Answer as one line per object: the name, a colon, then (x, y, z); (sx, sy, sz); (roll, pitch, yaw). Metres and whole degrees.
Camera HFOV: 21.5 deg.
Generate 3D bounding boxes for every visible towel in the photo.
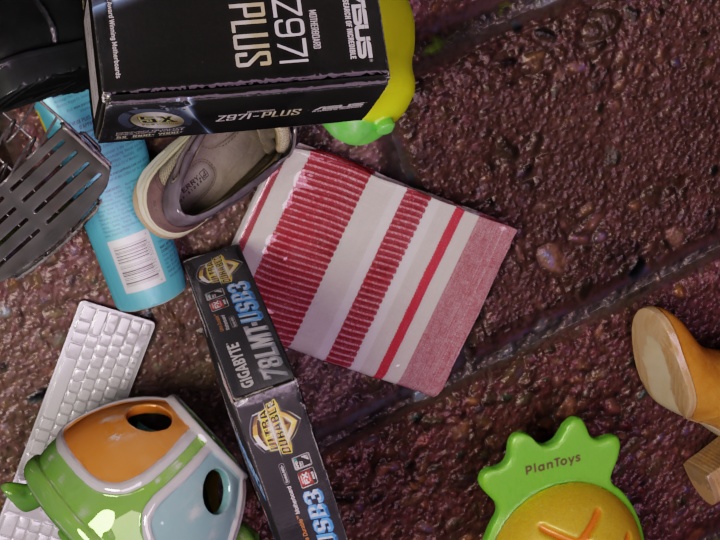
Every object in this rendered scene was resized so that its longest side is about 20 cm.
towel: (0.000, 0.000, 1.370); (0.200, 0.023, 0.144); (20, 102, -25)

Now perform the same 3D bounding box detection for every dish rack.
dish rack: (-0.263, -0.074, 1.180); (0.153, 0.055, 0.200); (-38, 110, 27)

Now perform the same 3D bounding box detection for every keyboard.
keyboard: (-0.205, 0.119, 1.335); (0.056, 0.011, 0.200); (17, 101, -26)

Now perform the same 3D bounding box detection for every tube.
tube: (-0.169, -0.072, 1.264); (0.077, 0.050, 0.200); (-29, 114, -32)

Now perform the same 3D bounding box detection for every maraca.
maraca: (0.152, 0.206, 1.452); (0.137, 0.107, 0.200); (-15, 113, -16)

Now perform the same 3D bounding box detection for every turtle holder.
turtle holder: (-0.137, 0.169, 1.293); (0.132, 0.141, 0.186); (-43, 108, -5)

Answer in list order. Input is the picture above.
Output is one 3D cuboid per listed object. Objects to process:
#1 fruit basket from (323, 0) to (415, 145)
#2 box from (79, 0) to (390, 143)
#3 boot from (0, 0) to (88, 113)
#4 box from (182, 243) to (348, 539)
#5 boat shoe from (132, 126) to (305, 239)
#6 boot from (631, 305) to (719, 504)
fruit basket: (-0.023, -0.179, 1.220); (0.215, 0.156, 0.216); (-1, 94, -19)
box: (-0.082, -0.184, 1.096); (0.164, 0.086, 0.200); (-5, 80, -12)
boot: (-0.201, -0.187, 1.152); (0.198, 0.073, 0.163); (-25, 88, -53)
box: (-0.058, 0.111, 1.274); (0.050, 0.200, 0.199); (-20, 120, -6)
boat shoe: (-0.068, -0.099, 1.264); (0.200, 0.065, 0.072); (-47, 115, -18)
boot: (0.302, 0.076, 1.496); (0.144, 0.071, 0.201); (-34, 120, -15)
